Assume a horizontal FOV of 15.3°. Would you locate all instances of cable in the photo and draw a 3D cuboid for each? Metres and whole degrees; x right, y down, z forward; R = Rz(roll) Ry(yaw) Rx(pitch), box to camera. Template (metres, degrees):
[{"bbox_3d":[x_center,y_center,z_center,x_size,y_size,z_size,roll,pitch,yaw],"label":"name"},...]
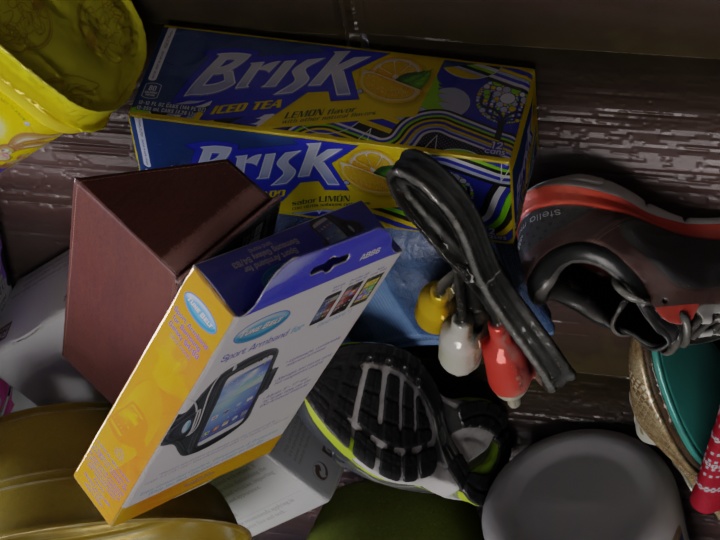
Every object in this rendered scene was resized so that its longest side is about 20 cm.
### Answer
[{"bbox_3d":[0.055,0.014,1.338,0.097,0.050,0.200,41,172,24],"label":"cable"}]

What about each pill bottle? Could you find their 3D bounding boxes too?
[{"bbox_3d":[0.145,0.197,1.582,0.115,0.116,0.201,0,137,20],"label":"pill bottle"}]

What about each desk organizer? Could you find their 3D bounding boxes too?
[{"bbox_3d":[-0.102,0.007,1.388,0.077,0.072,0.200,43,154,14],"label":"desk organizer"}]

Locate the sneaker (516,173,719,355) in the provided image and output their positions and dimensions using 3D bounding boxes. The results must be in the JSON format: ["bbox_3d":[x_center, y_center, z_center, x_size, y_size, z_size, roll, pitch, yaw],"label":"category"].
[{"bbox_3d":[0.171,0.017,1.389,0.199,0.082,0.077,13,139,-6],"label":"sneaker"}]

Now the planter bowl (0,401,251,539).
[{"bbox_3d":[-0.165,0.124,1.502,0.199,0.084,0.200,-8,165,-2],"label":"planter bowl"}]

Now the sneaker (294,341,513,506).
[{"bbox_3d":[0.009,0.090,1.509,0.081,0.074,0.200,1,161,30],"label":"sneaker"}]

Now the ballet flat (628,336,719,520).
[{"bbox_3d":[0.190,0.095,1.493,0.065,0.071,0.200,-6,133,46],"label":"ballet flat"}]

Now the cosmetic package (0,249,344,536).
[{"bbox_3d":[-0.109,0.069,1.566,0.200,0.074,0.101,42,135,-23],"label":"cosmetic package"}]

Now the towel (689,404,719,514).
[{"bbox_3d":[0.250,0.049,1.395,0.144,0.023,0.201,-14,143,-17],"label":"towel"}]

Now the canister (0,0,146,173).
[{"bbox_3d":[-0.229,-0.106,1.401,0.148,0.087,0.200,40,137,-24],"label":"canister"}]

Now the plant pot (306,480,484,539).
[{"bbox_3d":[0.019,0.233,1.580,0.186,0.201,0.187,5,155,2],"label":"plant pot"}]

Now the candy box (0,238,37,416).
[{"bbox_3d":[-0.259,0.073,1.548,0.071,0.168,0.201,11,140,13],"label":"candy box"}]

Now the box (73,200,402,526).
[{"bbox_3d":[-0.059,0.040,1.351,0.042,0.119,0.200,49,134,20],"label":"box"}]

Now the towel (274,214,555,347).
[{"bbox_3d":[0.000,0.000,1.465,0.199,0.049,0.112,-5,134,25],"label":"towel"}]

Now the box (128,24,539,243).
[{"bbox_3d":[-0.013,-0.070,1.372,0.199,0.070,0.064,7,140,12],"label":"box"}]
